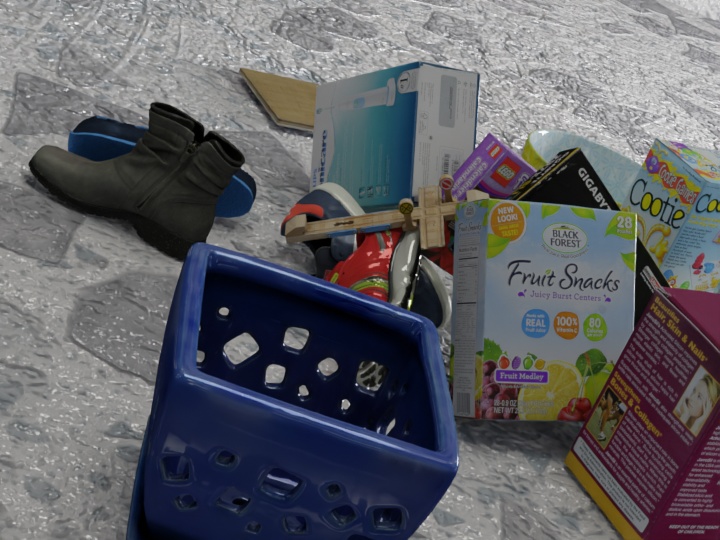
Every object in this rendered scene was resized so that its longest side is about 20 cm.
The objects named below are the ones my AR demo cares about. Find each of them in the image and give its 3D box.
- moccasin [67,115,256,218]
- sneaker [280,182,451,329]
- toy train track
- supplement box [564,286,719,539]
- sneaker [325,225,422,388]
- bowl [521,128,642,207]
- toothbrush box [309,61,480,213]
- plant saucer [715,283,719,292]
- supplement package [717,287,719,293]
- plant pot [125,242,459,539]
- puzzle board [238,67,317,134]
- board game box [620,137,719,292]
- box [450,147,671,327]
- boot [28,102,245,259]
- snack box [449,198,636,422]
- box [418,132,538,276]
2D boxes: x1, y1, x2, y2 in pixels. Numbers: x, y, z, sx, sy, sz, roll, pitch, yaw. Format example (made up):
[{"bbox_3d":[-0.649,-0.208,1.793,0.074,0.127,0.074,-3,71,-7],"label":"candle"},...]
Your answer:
[{"bbox_3d":[-0.198,-0.120,1.514,0.199,0.081,0.068,23,36,-5],"label":"moccasin"},{"bbox_3d":[0.000,0.000,1.484,0.200,0.075,0.084,40,51,19],"label":"sneaker"},{"bbox_3d":[0.024,-0.058,1.414,0.199,0.033,0.115,-9,32,6],"label":"toy train track"},{"bbox_3d":[0.287,0.134,1.298,0.103,0.200,0.131,7,30,-32],"label":"supplement box"},{"bbox_3d":[0.004,0.031,1.388,0.085,0.077,0.200,9,43,9],"label":"sneaker"},{"bbox_3d":[0.277,-0.081,1.830,0.200,0.108,0.200,20,24,-9],"label":"bowl"},{"bbox_3d":[0.032,-0.134,1.575,0.085,0.147,0.200,6,-6,-34],"label":"toothbrush box"},{"bbox_3d":[0.489,0.045,1.853,0.199,0.036,0.200,20,25,-10],"label":"plant saucer"},{"bbox_3d":[0.390,0.113,1.530,0.117,0.118,0.200,29,25,13],"label":"supplement package"},{"bbox_3d":[-0.059,0.123,1.036,0.199,0.180,0.200,18,25,-11],"label":"plant pot"},{"bbox_3d":[-0.046,-0.206,1.904,0.199,0.017,0.151,9,27,-31],"label":"puzzle board"},{"bbox_3d":[0.360,-0.036,1.703,0.105,0.200,0.103,7,29,-33],"label":"board game box"},{"bbox_3d":[0.206,0.006,1.452,0.200,0.160,0.049,55,-19,-11],"label":"box"},{"bbox_3d":[-0.213,-0.109,1.421,0.200,0.131,0.068,27,24,6],"label":"boot"},{"bbox_3d":[0.170,0.040,1.370,0.168,0.201,0.068,3,-5,-26],"label":"snack box"},{"bbox_3d":[0.152,-0.039,1.523,0.200,0.137,0.039,32,13,-43],"label":"box"}]
